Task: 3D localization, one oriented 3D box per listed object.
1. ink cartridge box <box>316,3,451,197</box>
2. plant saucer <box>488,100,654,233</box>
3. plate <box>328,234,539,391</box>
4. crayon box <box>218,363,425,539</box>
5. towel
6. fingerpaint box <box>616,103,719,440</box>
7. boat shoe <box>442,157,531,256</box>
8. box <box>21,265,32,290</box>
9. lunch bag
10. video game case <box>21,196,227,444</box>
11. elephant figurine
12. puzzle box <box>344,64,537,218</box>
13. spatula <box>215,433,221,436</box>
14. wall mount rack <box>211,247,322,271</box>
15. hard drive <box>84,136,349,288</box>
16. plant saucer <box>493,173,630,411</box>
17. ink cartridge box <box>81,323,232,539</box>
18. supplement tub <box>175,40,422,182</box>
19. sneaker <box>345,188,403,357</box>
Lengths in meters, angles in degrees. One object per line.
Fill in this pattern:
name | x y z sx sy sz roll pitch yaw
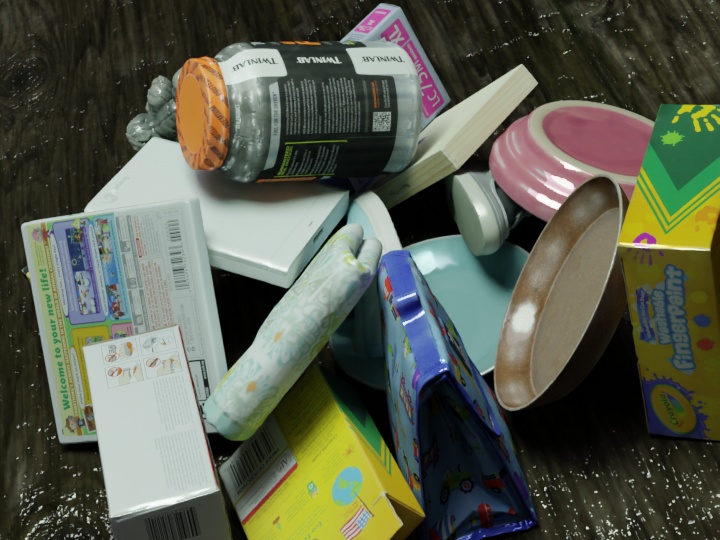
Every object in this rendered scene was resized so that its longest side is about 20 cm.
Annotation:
ink cartridge box | -0.011 -0.147 1.606 0.200 0.120 0.042 -43 33 -17
plant saucer | 0.215 -0.093 1.474 0.199 0.051 0.201 9 32 -6
plate | 0.069 0.042 1.468 0.198 0.026 0.201 -12 38 10
crayon box | -0.029 0.182 1.285 0.127 0.051 0.200 -47 36 13
towel | -0.050 0.043 1.338 0.172 0.048 0.200 -53 3 9
fingerpaint box | 0.260 0.002 1.286 0.073 0.201 0.167 3 43 23
boat shoe | 0.118 -0.068 1.509 0.071 0.071 0.201 -14 16 -1
box | -0.248 0.038 1.597 0.075 0.050 0.200 -34 39 -17
lunch bag | 0.054 0.091 1.274 0.093 0.201 0.151 -19 38 3
video game case | -0.202 0.046 1.451 0.181 0.202 0.022 -7 6 28
elephant figurine | -0.132 -0.155 1.640 0.200 0.141 0.156 -34 23 51
puzzle box | 0.071 -0.114 1.567 0.133 0.025 0.200 -48 10 -29
spatula | -0.075 0.143 1.413 0.057 0.021 0.200 -51 48 -5
wall mount rack | -0.142 -0.036 1.601 0.198 0.075 0.174 -6 -2 -10
hard drive | -0.127 -0.055 1.488 0.198 0.026 0.132 16 40 17
plant saucer | 0.166 0.022 1.319 0.034 0.201 0.201 24 41 -12
ink cartridge box | -0.151 0.175 1.301 0.083 0.177 0.201 -13 38 -7
supplement tub | -0.055 -0.141 1.482 0.198 0.123 0.123 -4 32 -25
sneaker | 0.000 0.000 1.471 0.081 0.074 0.201 -18 37 -2
